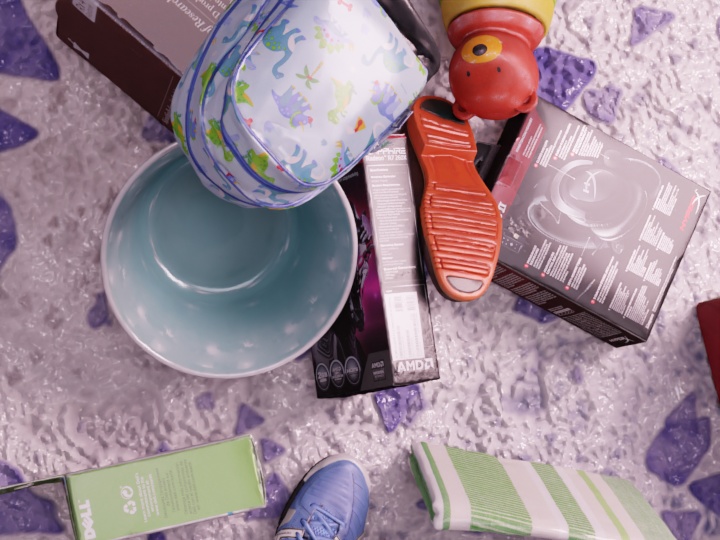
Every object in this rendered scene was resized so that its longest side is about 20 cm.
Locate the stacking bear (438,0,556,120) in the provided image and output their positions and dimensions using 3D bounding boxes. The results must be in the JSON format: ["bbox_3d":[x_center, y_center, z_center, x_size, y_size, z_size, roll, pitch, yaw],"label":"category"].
[{"bbox_3d":[0.115,-0.224,1.258,0.121,0.114,0.201,-1,70,15],"label":"stacking bear"}]

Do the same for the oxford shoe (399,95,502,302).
[{"bbox_3d":[0.067,-0.048,1.225,0.071,0.073,0.201,12,50,-21],"label":"oxford shoe"}]

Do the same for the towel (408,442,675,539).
[{"bbox_3d":[0.145,0.189,1.204,0.199,0.153,0.024,11,102,-9],"label":"towel"}]

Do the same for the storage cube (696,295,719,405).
[{"bbox_3d":[0.419,0.087,1.268,0.199,0.171,0.181,-12,84,-13],"label":"storage cube"}]

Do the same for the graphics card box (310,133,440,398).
[{"bbox_3d":[0.000,0.000,1.209,0.051,0.125,0.201,-5,84,-33],"label":"graphics card box"}]

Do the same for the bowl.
[{"bbox_3d":[-0.110,-0.025,1.182,0.199,0.105,0.202,-4,108,-12],"label":"bowl"}]

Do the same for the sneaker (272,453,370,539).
[{"bbox_3d":[-0.042,0.243,1.194,0.075,0.077,0.201,26,76,-6],"label":"sneaker"}]

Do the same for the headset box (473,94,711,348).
[{"bbox_3d":[0.179,-0.045,1.281,0.199,0.077,0.149,27,78,-7],"label":"headset box"}]

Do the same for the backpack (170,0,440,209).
[{"bbox_3d":[-0.044,-0.135,1.061,0.200,0.154,0.163,-41,116,-7],"label":"backpack"}]

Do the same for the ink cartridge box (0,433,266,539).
[{"bbox_3d":[-0.181,0.178,1.158,0.199,0.104,0.060,-11,84,-14],"label":"ink cartridge box"}]

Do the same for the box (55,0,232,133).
[{"bbox_3d":[-0.120,-0.233,1.195,0.164,0.166,0.200,40,77,-6],"label":"box"}]
